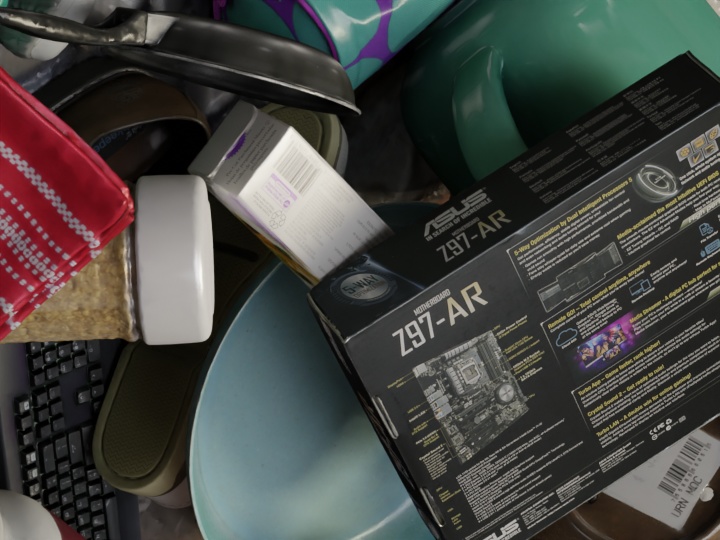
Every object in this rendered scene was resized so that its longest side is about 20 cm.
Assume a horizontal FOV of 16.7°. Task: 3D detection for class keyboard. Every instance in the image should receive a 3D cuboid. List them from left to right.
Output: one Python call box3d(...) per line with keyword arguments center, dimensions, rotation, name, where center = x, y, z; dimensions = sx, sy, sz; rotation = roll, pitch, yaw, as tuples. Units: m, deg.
box3d(center=(-0.155, 0.113, 1.131), dimensions=(0.127, 0.021, 0.200), rotation=(-20, 116, -34), name="keyboard")

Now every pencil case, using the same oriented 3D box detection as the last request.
box3d(center=(0.023, -0.166, 1.137), dimensions=(0.200, 0.085, 0.092), rotation=(-42, 89, -22), name="pencil case")

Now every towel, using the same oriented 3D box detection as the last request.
box3d(center=(-0.201, -0.010, 0.938), dimensions=(0.200, 0.022, 0.145), rotation=(-42, 101, 10), name="towel")

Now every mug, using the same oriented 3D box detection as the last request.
box3d(center=(0.095, -0.094, 1.159), dimensions=(0.152, 0.185, 0.114), rotation=(-41, 94, -4), name="mug")

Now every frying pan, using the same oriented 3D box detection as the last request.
box3d(center=(-0.086, -0.096, 1.033), dimensions=(0.190, 0.115, 0.031), rotation=(15, 89, -28), name="frying pan")

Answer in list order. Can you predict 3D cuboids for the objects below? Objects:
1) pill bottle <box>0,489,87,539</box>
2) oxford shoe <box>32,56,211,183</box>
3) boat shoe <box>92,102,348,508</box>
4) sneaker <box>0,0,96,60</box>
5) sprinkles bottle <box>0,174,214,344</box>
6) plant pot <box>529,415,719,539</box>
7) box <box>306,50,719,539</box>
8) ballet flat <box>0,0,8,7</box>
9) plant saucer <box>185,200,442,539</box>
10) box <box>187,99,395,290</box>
box3d(center=(-0.148, 0.165, 1.066), dimensions=(0.114, 0.114, 0.200), rotation=(-55, 131, -11), name="pill bottle")
box3d(center=(-0.146, -0.016, 1.051), dimensions=(0.200, 0.084, 0.073), rotation=(-44, 130, -17), name="oxford shoe")
box3d(center=(-0.056, 0.016, 1.150), dimensions=(0.068, 0.075, 0.200), rotation=(28, 89, -53), name="boat shoe")
box3d(center=(-0.091, -0.174, 1.051), dimensions=(0.087, 0.074, 0.200), rotation=(33, 85, -47), name="sneaker")
box3d(center=(-0.160, -0.002, 0.987), dimensions=(0.200, 0.068, 0.068), rotation=(-2, 111, -1), name="sprinkles bottle")
box3d(center=(0.145, 0.126, 1.223), dimensions=(0.187, 0.187, 0.200), rotation=(-51, 160, -14), name="plant pot")
box3d(center=(0.094, 0.022, 1.077), dimensions=(0.200, 0.044, 0.160), rotation=(-33, 129, -6), name="box")
box3d(center=(-0.223, -0.104, 0.959), dimensions=(0.200, 0.070, 0.067), rotation=(-15, 75, -37), name="ballet flat")
box3d(center=(-0.004, 0.059, 1.143), dimensions=(0.200, 0.027, 0.200), rotation=(-19, 121, -34), name="plant saucer")
box3d(center=(0.000, 0.000, 1.074), dimensions=(0.041, 0.039, 0.200), rotation=(-52, 134, -7), name="box")
